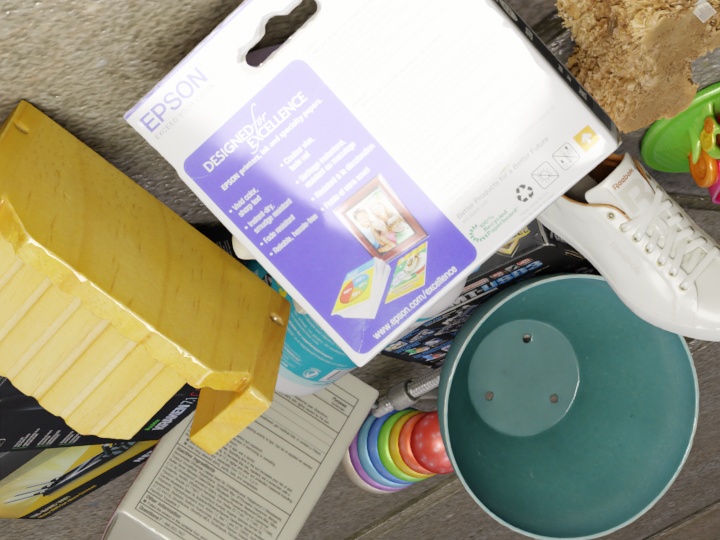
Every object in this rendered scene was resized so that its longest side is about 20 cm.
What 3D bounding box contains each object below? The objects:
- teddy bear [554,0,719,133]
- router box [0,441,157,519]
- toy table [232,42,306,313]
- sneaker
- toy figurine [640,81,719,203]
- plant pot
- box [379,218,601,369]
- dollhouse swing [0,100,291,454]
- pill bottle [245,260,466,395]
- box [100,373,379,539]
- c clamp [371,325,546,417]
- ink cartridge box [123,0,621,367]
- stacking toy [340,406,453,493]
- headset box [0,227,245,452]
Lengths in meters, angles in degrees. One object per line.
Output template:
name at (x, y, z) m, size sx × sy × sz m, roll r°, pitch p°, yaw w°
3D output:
teddy bear at (0.181, -0.168, 1.234) m, size 0.144 × 0.067 × 0.200 m, roll -26°, pitch 154°, yaw -6°
router box at (-0.254, 0.141, 1.654) m, size 0.199 × 0.053 × 0.157 m, roll -31°, pitch 155°, yaw 31°
toy table at (-0.003, -0.064, 1.251) m, size 0.198 × 0.118 × 0.184 m, roll -8°, pitch 157°, yaw -22°
sneaker at (0.196, -0.026, 1.422) m, size 0.073 × 0.199 × 0.085 m, roll -47°, pitch 160°, yaw -21°
toy figurine at (0.309, -0.044, 1.461) m, size 0.149 × 0.185 × 0.200 m, roll -10°, pitch 158°, yaw -19°
plant pot at (0.144, 0.095, 1.574) m, size 0.198 × 0.202 × 0.135 m, roll -14°, pitch -170°, yaw -10°
box at (0.101, 0.015, 1.631) m, size 0.199 × 0.050 × 0.198 m, roll -27°, pitch 158°, yaw 24°
dollhouse swing at (-0.173, 0.040, 1.180) m, size 0.200 × 0.182 × 0.176 m, roll 38°, pitch 112°, yaw -13°
pill bottle at (0.000, 0.000, 1.424) m, size 0.110 × 0.112 × 0.200 m, roll 4°, pitch 150°, yaw -45°
box at (-0.095, 0.155, 1.574) m, size 0.201 × 0.127 × 0.109 m, roll -58°, pitch 180°, yaw -29°
c clamp at (0.094, 0.084, 1.705) m, size 0.199 × 0.027 × 0.170 m, roll -28°, pitch 158°, yaw 30°
ink cartridge box at (0.007, -0.082, 1.125) m, size 0.198 × 0.200 × 0.043 m, roll -40°, pitch -166°, yaw 14°
stacking toy at (0.048, 0.153, 1.814) m, size 0.085 × 0.086 × 0.200 m, roll -10°, pitch 175°, yaw -20°
headset box at (-0.198, 0.050, 1.411) m, size 0.199 × 0.093 × 0.174 m, roll -1°, pitch 153°, yaw -37°
